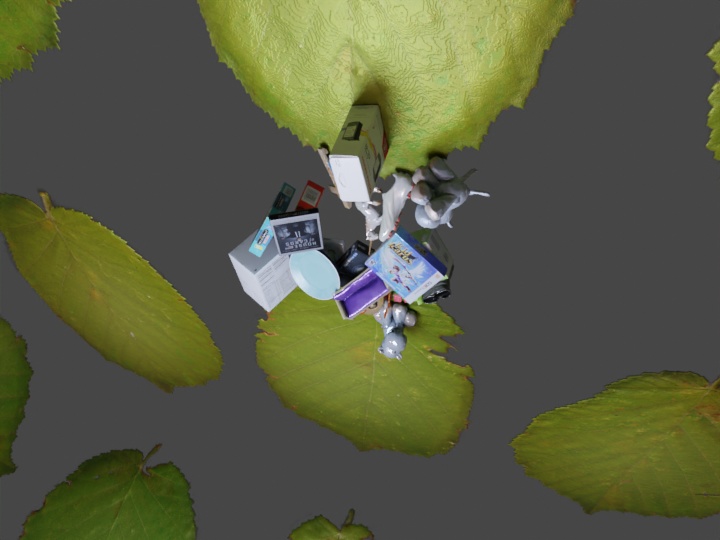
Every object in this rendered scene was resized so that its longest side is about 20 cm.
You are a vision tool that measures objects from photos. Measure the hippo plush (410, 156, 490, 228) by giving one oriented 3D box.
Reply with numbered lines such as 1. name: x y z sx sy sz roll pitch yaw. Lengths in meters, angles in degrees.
1. hippo plush: 0.214 -0.205 1.481 0.195 0.163 0.161 -23 166 -13

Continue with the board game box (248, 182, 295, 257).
1. board game box: -0.280 -0.159 1.713 0.046 0.154 0.200 28 142 -13

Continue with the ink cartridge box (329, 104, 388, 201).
1. ink cartridge box: 0.000 -0.297 1.377 0.082 0.205 0.150 3 142 19

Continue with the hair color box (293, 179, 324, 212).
1. hair color box: -0.181 -0.170 1.689 0.062 0.113 0.201 25 143 -10

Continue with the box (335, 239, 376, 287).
1. box: 0.000 0.000 1.847 0.157 0.045 0.200 28 136 -20

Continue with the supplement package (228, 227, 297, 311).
1. supplement package: -0.335 -0.002 1.890 0.150 0.150 0.203 33 152 30

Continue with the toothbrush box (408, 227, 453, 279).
1. toothbrush box: 0.172 -0.034 1.704 0.196 0.087 0.147 -18 120 37

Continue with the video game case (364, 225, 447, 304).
1. video game case: 0.136 -0.013 1.648 0.198 0.046 0.181 40 135 -8

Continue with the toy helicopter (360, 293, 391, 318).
1. toy helicopter: 0.070 0.085 1.844 0.130 0.080 0.200 29 125 -22

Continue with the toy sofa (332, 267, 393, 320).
1. toy sofa: 0.009 0.073 1.763 0.197 0.085 0.097 -36 156 18

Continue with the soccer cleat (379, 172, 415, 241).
1. soccer cleat: 0.088 -0.182 1.549 0.075 0.070 0.205 24 112 -1

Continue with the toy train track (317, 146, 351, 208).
1. toy train track: -0.067 -0.273 1.574 0.114 0.032 0.203 28 151 51

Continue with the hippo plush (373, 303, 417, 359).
1. hippo plush: 0.105 0.229 1.995 0.155 0.164 0.201 25 143 -9

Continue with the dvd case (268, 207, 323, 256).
1. dvd case: -0.189 -0.113 1.630 0.144 0.025 0.202 -10 151 -4

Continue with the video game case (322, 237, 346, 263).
1. video game case: -0.128 -0.041 1.896 0.175 0.024 0.203 8 141 15

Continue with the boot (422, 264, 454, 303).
1. boot: 0.215 0.049 1.763 0.196 0.134 0.068 -22 128 41

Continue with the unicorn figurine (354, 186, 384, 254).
1. unicorn figurine: 0.040 -0.169 1.637 0.135 0.074 0.203 -17 114 39

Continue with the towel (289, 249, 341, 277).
1. towel: -0.164 -0.033 1.823 0.199 0.049 0.112 43 135 -2

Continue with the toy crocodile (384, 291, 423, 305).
1. toy crocodile: 0.129 0.081 1.899 0.193 0.063 0.069 9 142 15

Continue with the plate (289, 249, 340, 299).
1. plate: -0.148 0.007 1.791 0.194 0.026 0.206 18 130 22
